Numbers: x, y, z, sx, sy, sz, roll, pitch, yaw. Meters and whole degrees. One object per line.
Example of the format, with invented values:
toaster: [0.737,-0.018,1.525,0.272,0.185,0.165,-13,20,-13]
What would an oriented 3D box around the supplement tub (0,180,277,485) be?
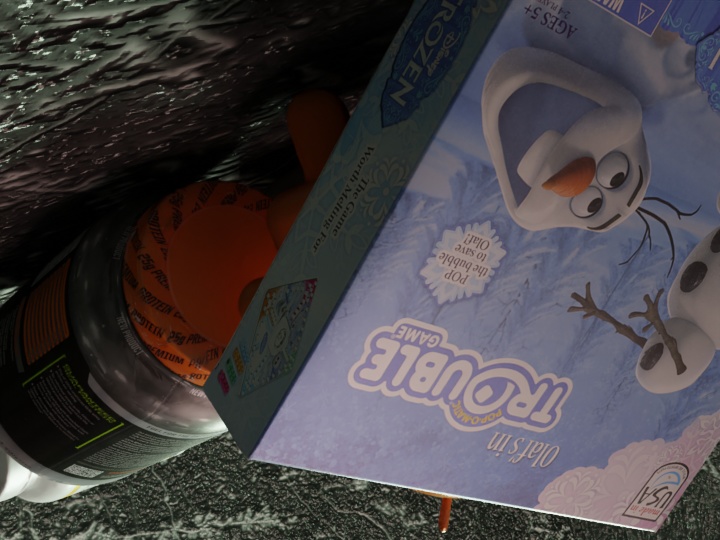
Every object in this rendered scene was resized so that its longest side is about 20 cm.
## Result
supplement tub: [-0.110,0.034,0.612,0.122,0.123,0.200,-17,173,-39]

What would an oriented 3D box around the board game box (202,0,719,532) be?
board game box: [0.079,-0.013,0.395,0.200,0.043,0.199,17,110,-38]

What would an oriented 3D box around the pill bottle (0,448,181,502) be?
pill bottle: [-0.229,0.118,0.960,0.112,0.113,0.200,-26,172,35]

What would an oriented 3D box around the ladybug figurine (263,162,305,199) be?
ladybug figurine: [0.027,-0.015,0.673,0.136,0.072,0.200,24,179,40]

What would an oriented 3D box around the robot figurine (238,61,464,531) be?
robot figurine: [0.032,0.011,0.513,0.144,0.200,0.117,-27,-173,-34]
